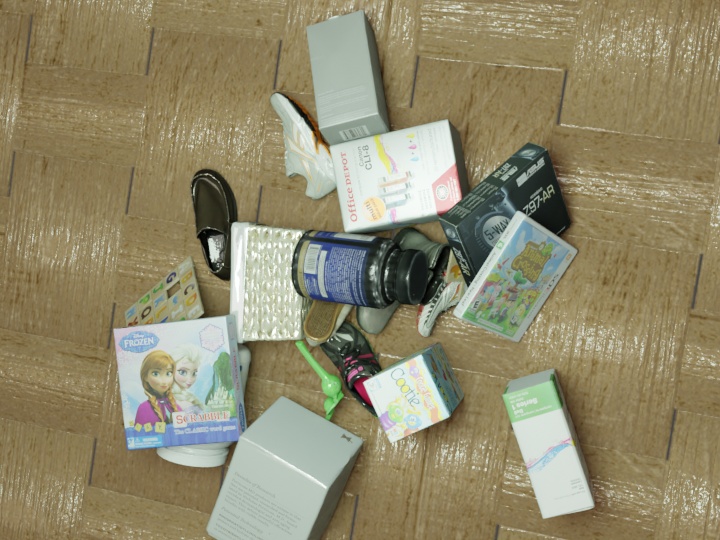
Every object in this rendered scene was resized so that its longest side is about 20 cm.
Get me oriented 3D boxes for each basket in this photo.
[{"bbox_3d":[-0.143,0.019,1.549,0.122,0.136,0.202,2,92,10],"label":"basket"}]

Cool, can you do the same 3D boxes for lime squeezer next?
[{"bbox_3d":[-0.062,0.210,1.533,0.070,0.038,0.201,1,123,16],"label":"lime squeezer"}]

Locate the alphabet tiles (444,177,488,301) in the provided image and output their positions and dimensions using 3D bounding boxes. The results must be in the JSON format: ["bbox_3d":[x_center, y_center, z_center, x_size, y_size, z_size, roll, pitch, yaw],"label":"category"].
[{"bbox_3d":[0.209,-0.048,1.455,0.006,0.165,0.202,30,117,49],"label":"alphabet tiles"}]

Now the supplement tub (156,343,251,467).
[{"bbox_3d":[-0.273,0.221,1.576,0.143,0.145,0.202,11,93,12],"label":"supplement tub"}]

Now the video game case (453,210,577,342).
[{"bbox_3d":[0.246,0.016,1.434,0.022,0.199,0.183,37,99,38],"label":"video game case"}]

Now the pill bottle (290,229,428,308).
[{"bbox_3d":[0.000,0.000,1.442,0.198,0.112,0.113,8,93,25],"label":"pill bottle"}]

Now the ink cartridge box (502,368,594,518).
[{"bbox_3d":[0.297,0.269,1.446,0.083,0.145,0.202,-19,87,13],"label":"ink cartridge box"}]

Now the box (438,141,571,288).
[{"bbox_3d":[0.228,-0.075,1.423,0.200,0.161,0.043,-39,38,-16],"label":"box"}]

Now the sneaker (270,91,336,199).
[{"bbox_3d":[-0.108,-0.211,1.571,0.092,0.076,0.201,-36,82,15],"label":"sneaker"}]

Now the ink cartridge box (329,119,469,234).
[{"bbox_3d":[0.068,-0.146,1.493,0.198,0.145,0.147,-11,89,14],"label":"ink cartridge box"}]

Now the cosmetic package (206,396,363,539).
[{"bbox_3d":[-0.122,0.353,1.510,0.165,0.167,0.201,26,113,12],"label":"cosmetic package"}]

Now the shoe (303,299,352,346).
[{"bbox_3d":[-0.041,0.040,1.543,0.069,0.054,0.201,23,64,13],"label":"shoe"}]

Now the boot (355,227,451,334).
[{"bbox_3d":[0.071,0.030,1.498,0.067,0.131,0.201,23,97,-32],"label":"boot"}]

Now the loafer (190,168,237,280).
[{"bbox_3d":[-0.253,-0.082,1.604,0.072,0.071,0.202,-17,87,12],"label":"loafer"}]

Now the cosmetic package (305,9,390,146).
[{"bbox_3d":[-0.021,-0.314,1.514,0.106,0.090,0.202,-11,67,14],"label":"cosmetic package"}]

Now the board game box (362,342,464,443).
[{"bbox_3d":[0.089,0.190,1.464,0.102,0.200,0.106,-26,85,12],"label":"board game box"}]

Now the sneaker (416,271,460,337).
[{"bbox_3d":[0.159,0.031,1.510,0.082,0.078,0.201,34,105,-2],"label":"sneaker"}]

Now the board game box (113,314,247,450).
[{"bbox_3d":[-0.291,0.181,1.485,0.198,0.041,0.201,-7,90,12],"label":"board game box"}]

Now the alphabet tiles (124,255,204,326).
[{"bbox_3d":[-0.342,0.083,1.590,0.167,0.200,0.008,-39,127,11],"label":"alphabet tiles"}]

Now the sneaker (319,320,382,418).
[{"bbox_3d":[-0.005,0.159,1.542,0.077,0.084,0.200,-40,82,1],"label":"sneaker"}]
